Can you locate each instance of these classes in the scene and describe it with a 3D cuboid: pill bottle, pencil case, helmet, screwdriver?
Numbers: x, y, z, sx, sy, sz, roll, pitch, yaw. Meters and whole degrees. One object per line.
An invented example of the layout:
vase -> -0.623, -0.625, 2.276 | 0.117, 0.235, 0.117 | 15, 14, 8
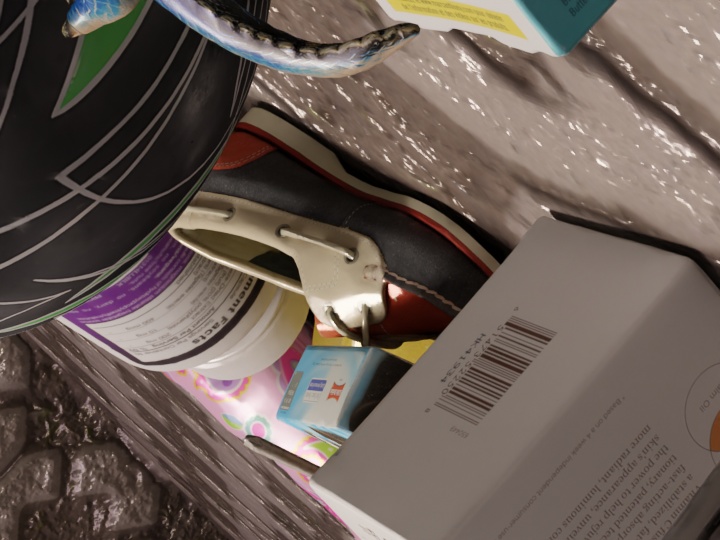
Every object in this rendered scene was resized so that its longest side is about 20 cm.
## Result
pill bottle -> -0.102, -0.020, 1.004 | 0.111, 0.112, 0.200 | 35, 177, 34
pencil case -> -0.029, 0.074, 1.226 | 0.200, 0.088, 0.087 | 41, 169, 8
helmet -> -0.118, -0.081, 0.615 | 0.191, 0.200, 0.200 | 47, 169, 0
screwdriver -> -0.001, 0.084, 0.806 | 0.029, 0.028, 0.200 | 52, -174, 20

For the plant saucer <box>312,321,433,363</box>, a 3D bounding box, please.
plant saucer -> 0.050, 0.081, 1.053 | 0.200, 0.048, 0.200 | 43, 170, 1

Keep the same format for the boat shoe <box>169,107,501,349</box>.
boat shoe -> 0.000, 0.000, 0.878 | 0.199, 0.063, 0.071 | 33, 164, 38

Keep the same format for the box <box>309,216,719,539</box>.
box -> 0.101, 0.099, 0.729 | 0.200, 0.124, 0.097 | 48, 168, -24

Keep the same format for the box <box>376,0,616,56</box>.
box -> -0.018, -0.135, 0.452 | 0.200, 0.049, 0.082 | 48, 169, -27

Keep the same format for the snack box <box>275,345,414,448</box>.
snack box -> 0.071, 0.086, 0.866 | 0.199, 0.037, 0.116 | 26, 173, -11

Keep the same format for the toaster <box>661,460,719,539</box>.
toaster -> 0.143, 0.129, 0.498 | 0.119, 0.200, 0.181 | 44, 171, -35

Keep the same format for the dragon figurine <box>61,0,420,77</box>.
dragon figurine -> -0.074, -0.105, 0.461 | 0.200, 0.059, 0.099 | 51, -178, 36
